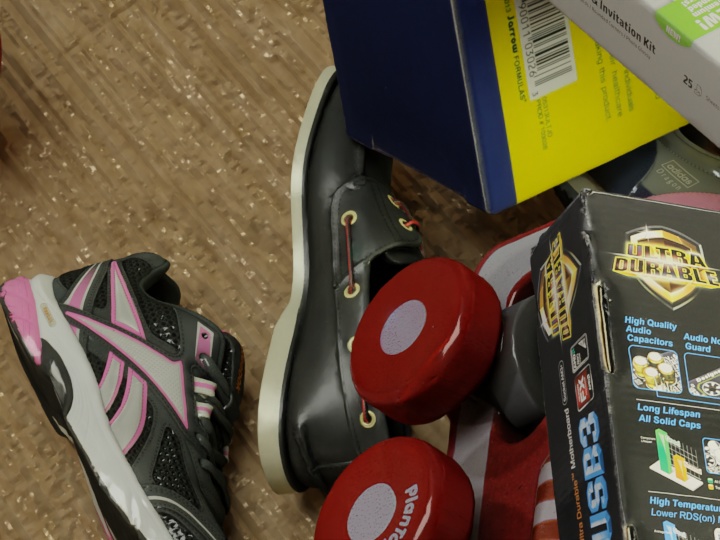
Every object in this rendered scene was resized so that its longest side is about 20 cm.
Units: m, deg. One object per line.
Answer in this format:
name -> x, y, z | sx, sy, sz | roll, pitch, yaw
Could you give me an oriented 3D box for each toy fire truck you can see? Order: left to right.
toy fire truck -> 0.084, 0.064, 1.110 | 0.167, 0.112, 0.201 | -21, 46, 40

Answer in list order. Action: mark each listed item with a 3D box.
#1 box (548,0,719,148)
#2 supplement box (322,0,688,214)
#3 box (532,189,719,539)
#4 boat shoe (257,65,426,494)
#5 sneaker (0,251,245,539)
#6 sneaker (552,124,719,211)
box -> 0.146, -0.129, 1.113 | 0.155, 0.041, 0.200 | -25, 49, -23
supplement box -> 0.096, -0.121, 1.232 | 0.199, 0.110, 0.109 | -25, 31, -23
box -> 0.162, 0.081, 0.998 | 0.199, 0.050, 0.200 | 9, 56, -22
boat shoe -> 0.001, 0.001, 1.260 | 0.063, 0.074, 0.202 | -5, 57, 17
sneaker -> -0.083, 0.059, 1.252 | 0.086, 0.081, 0.200 | -24, 54, -9
sneaker -> 0.159, -0.004, 1.194 | 0.082, 0.070, 0.200 | -39, 51, -5
